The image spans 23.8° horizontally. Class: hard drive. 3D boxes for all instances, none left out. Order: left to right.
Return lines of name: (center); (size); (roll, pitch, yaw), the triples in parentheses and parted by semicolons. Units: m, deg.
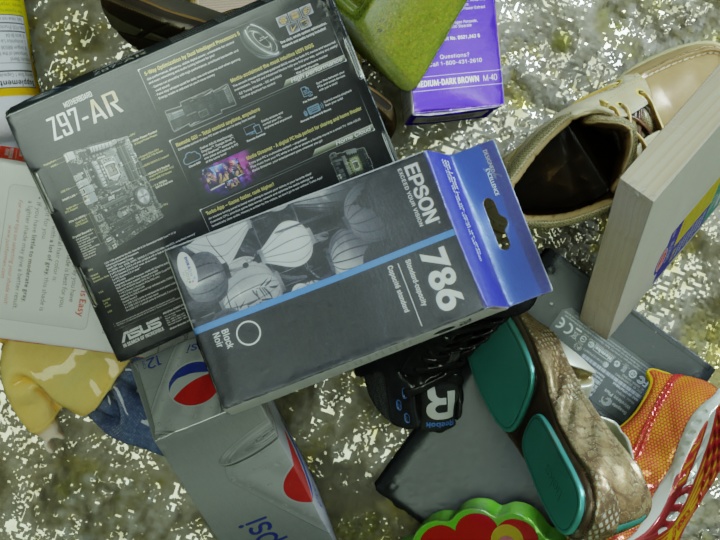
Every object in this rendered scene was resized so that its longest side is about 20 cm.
hard drive: (0.123, 0.106, 1.146); (0.139, 0.033, 0.200); (36, 90, -2)

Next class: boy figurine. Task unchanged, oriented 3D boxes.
boy figurine: (-0.187, 0.058, 1.123); (0.200, 0.064, 0.124); (29, 91, -1)

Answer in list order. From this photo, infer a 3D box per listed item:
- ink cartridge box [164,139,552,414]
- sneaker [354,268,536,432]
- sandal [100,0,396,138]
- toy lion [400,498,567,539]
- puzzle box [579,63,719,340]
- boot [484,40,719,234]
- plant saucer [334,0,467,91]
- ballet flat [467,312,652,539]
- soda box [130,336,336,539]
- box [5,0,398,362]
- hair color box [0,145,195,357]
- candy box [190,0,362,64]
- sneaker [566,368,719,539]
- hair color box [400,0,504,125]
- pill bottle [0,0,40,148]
ink cartridge box: (0.000, 0.000, 0.959); (0.200, 0.039, 0.100); (-22, 80, -1)
sneaker: (0.058, 0.048, 1.071); (0.073, 0.200, 0.112); (-10, 95, -25)
sandal: (-0.065, -0.139, 1.071); (0.200, 0.082, 0.055); (24, 69, 6)
toy lion: (0.084, 0.258, 1.120); (0.192, 0.069, 0.200); (39, 105, 5)
puzzle box: (0.193, -0.047, 1.048); (0.025, 0.200, 0.133); (37, 69, 15)
boot: (0.167, -0.087, 1.081); (0.200, 0.155, 0.073); (-28, 91, -1)
plant saucer: (-0.001, -0.243, 1.028); (0.200, 0.048, 0.200); (43, 117, 25)
ballet flat: (0.124, 0.090, 1.068); (0.065, 0.200, 0.071); (3, 133, -25)
soda box: (-0.074, 0.120, 1.065); (0.068, 0.200, 0.064); (-22, 51, -1)
box: (-0.084, -0.060, 0.999); (0.200, 0.044, 0.160); (-25, 104, -5)
hair color box: (-0.153, -0.009, 1.053); (0.200, 0.064, 0.111); (9, 100, -11)
candy box: (-0.062, -0.086, 1.127); (0.116, 0.056, 0.200); (5, 90, -1)
sneaker: (0.165, 0.152, 1.080); (0.077, 0.073, 0.200); (18, 59, 38)
hair color box: (0.050, -0.198, 1.099); (0.065, 0.109, 0.200); (-7, 92, -1)
pill bottle: (-0.263, -0.138, 1.096); (0.104, 0.104, 0.200); (-9, 92, -1)
